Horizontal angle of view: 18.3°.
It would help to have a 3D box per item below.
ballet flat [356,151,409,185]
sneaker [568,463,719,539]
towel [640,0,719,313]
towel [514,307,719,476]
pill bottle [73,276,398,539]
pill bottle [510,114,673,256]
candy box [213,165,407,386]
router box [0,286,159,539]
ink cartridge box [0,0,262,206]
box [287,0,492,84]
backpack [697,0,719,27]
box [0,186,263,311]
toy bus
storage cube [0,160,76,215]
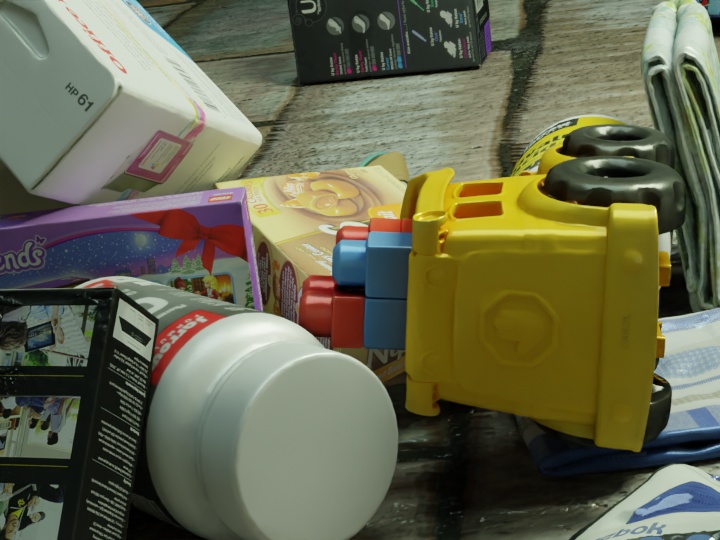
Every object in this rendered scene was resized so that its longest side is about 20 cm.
[{"bbox_3d":[-0.002,-0.032,1.613,0.063,0.069,0.200,29,31,18],"label":"ballet flat"},{"bbox_3d":[0.162,0.114,0.897,0.198,0.081,0.115,-7,16,8],"label":"sneaker"},{"bbox_3d":[0.219,-0.076,1.421,0.048,0.172,0.200,-10,14,12],"label":"towel"},{"bbox_3d":[0.153,0.063,1.214,0.146,0.024,0.200,-8,15,0],"label":"towel"},{"bbox_3d":[-0.078,0.071,1.112,0.113,0.115,0.200,-17,17,-34],"label":"pill bottle"},{"bbox_3d":[0.146,-0.038,1.430,0.111,0.112,0.200,-4,14,10],"label":"pill bottle"},{"bbox_3d":[0.000,0.000,1.306,0.115,0.056,0.200,-8,26,-23],"label":"candy box"},{"bbox_3d":[-0.203,0.086,1.057,0.199,0.150,0.051,-1,-21,23],"label":"router box"},{"bbox_3d":[-0.164,-0.110,1.304,0.085,0.145,0.200,-46,-18,9],"label":"ink cartridge box"},{"bbox_3d":[0.033,-0.268,2.379,0.199,0.107,0.122,-5,14,11],"label":"box"},{"bbox_3d":[0.437,-0.328,2.365,0.199,0.135,0.182,-18,17,-27],"label":"backpack"},{"bbox_3d":[-0.153,0.034,1.247,0.199,0.138,0.039,-6,14,2],"label":"box"},{"bbox_3d":[0.067,0.002,1.145,0.191,0.137,0.200,2,17,5],"label":"toy bus"},{"bbox_3d":[-0.299,-0.041,1.425,0.171,0.200,0.179,-47,31,-20],"label":"storage cube"}]
